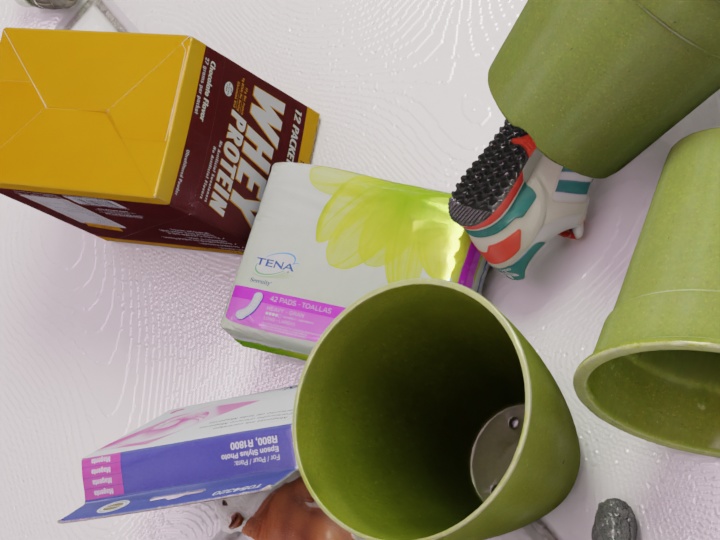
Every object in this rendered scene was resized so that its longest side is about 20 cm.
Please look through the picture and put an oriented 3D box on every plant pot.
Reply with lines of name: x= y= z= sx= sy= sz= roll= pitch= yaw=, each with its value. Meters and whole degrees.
plant pot: x=0.193 y=-0.172 z=1.500 sx=0.190 sy=0.200 sz=0.200 roll=-51 pitch=56 yaw=29
plant pot: x=0.080 y=0.120 z=1.531 sx=0.187 sy=0.200 sz=0.188 roll=-9 pitch=72 yaw=28
plant pot: x=0.263 y=0.008 z=1.475 sx=0.199 sy=0.200 sz=0.191 roll=-1 pitch=64 yaw=29

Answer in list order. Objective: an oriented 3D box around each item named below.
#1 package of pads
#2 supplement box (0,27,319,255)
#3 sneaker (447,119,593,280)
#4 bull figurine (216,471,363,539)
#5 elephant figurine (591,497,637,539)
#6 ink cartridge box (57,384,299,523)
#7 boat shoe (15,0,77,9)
package of pads: x=0.000 y=0.000 z=1.675 sx=0.199 sy=0.068 sz=0.155 roll=11 pitch=75 yaw=26
supplement box: x=-0.176 y=-0.104 z=1.744 sx=0.197 sy=0.200 sz=0.133 roll=6 pitch=79 yaw=31
sneaker: x=0.152 y=-0.078 z=1.633 sx=0.070 sy=0.094 sz=0.200 roll=11 pitch=54 yaw=49
bull figurine: x=-0.027 y=0.199 z=1.649 sx=0.200 sy=0.065 sz=0.122 roll=39 pitch=95 yaw=33
elephant figurine: x=0.200 y=0.270 z=1.471 sx=0.155 sy=0.142 sz=0.200 roll=32 pitch=75 yaw=5
ink cartridge box: x=-0.113 y=0.136 z=1.643 sx=0.196 sy=0.200 sz=0.043 roll=-12 pitch=97 yaw=26
boat shoe: x=-0.270 y=-0.340 z=1.949 sx=0.060 sy=0.072 sz=0.202 roll=12 pitch=88 yaw=30
